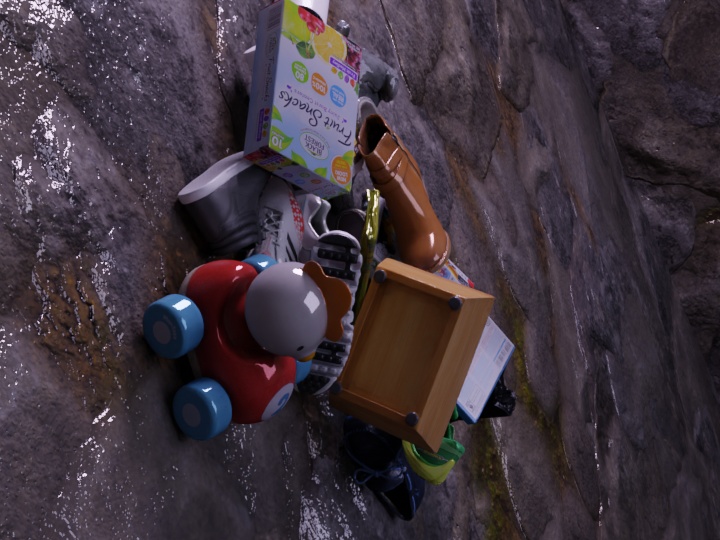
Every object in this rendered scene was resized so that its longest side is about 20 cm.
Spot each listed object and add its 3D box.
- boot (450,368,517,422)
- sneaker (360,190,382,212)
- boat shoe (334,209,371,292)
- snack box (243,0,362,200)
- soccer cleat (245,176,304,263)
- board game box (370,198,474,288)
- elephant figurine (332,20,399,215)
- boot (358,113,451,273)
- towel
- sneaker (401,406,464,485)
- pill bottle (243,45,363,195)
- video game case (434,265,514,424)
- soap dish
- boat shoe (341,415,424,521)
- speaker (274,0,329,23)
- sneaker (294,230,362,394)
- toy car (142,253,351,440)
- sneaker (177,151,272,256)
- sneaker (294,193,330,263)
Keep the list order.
[{"bbox_3d":[0.119,0.146,1.616,0.201,0.166,0.077,57,29,-30],"label":"boot"},{"bbox_3d":[0.061,-0.053,1.717,0.200,0.077,0.142,42,41,-49],"label":"sneaker"},{"bbox_3d":[0.004,0.009,1.556,0.065,0.072,0.204,33,42,-76],"label":"boat shoe"},{"bbox_3d":[-0.067,-0.206,1.370,0.141,0.052,0.204,24,62,-41],"label":"snack box"},{"bbox_3d":[-0.108,-0.025,1.365,0.085,0.067,0.204,43,43,-66],"label":"soccer cleat"},{"bbox_3d":[0.080,0.007,1.575,0.200,0.034,0.127,42,37,-25],"label":"board game box"},{"bbox_3d":[-0.024,-0.207,1.587,0.154,0.141,0.203,28,61,-22],"label":"elephant figurine"},{"bbox_3d":[0.055,-0.101,1.486,0.202,0.076,0.156,-92,156,-45],"label":"boot"},{"bbox_3d":[0.000,0.000,1.407,0.202,0.018,0.087,101,-5,-45],"label":"towel"},{"bbox_3d":[0.084,0.185,1.454,0.074,0.083,0.201,40,16,-41],"label":"sneaker"},{"bbox_3d":[-0.078,-0.206,1.482,0.203,0.108,0.109,66,27,-16],"label":"pill bottle"},{"bbox_3d":[0.117,0.086,1.520,0.200,0.018,0.144,48,53,-17],"label":"video game case"},{"bbox_3d":[0.056,0.098,1.380,0.081,0.155,0.203,28,83,-64],"label":"soap dish"},{"bbox_3d":[0.039,0.261,1.488,0.200,0.083,0.070,49,38,-38],"label":"boat shoe"},{"bbox_3d":[-0.081,-0.416,1.634,0.081,0.080,0.203,48,36,-42],"label":"speaker"},{"bbox_3d":[-0.037,0.051,1.368,0.081,0.074,0.204,-53,158,-83],"label":"sneaker"},{"bbox_3d":[-0.086,0.064,1.176,0.184,0.198,0.180,-27,100,-53],"label":"toy car"},{"bbox_3d":[-0.138,-0.082,1.342,0.200,0.070,0.101,-46,119,-55],"label":"sneaker"},{"bbox_3d":[-0.068,-0.003,1.423,0.070,0.079,0.204,20,59,-61],"label":"sneaker"}]
